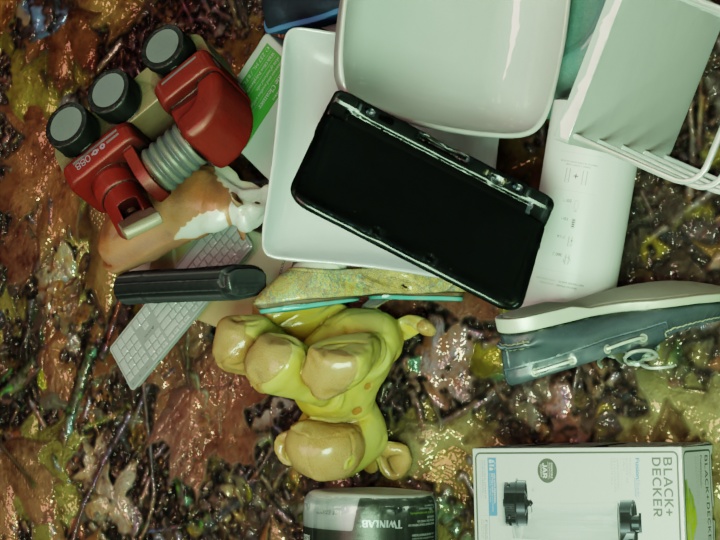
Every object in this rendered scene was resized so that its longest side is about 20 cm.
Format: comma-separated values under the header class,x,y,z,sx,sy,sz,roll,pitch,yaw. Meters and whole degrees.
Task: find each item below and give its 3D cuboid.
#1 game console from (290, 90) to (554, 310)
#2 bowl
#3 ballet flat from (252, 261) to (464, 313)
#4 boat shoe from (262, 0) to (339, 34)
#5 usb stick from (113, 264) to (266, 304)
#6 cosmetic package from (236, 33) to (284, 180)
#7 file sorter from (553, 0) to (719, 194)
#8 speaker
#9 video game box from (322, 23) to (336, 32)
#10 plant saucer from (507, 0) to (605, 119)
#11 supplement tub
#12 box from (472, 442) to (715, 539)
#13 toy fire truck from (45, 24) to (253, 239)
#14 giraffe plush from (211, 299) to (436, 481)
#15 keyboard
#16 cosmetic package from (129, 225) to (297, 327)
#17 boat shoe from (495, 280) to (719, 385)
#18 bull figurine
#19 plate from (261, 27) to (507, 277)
class,x,y,z,sx,sy,sz,roll,pitch,yaw
game console,0.041,-0.046,1.406,0.199,0.176,0.117,27,77,-4
bowl,0.071,-0.214,1.465,0.075,0.198,0.202,176,103,-72
ballet flat,0.000,0.000,1.546,0.071,0.198,0.072,177,90,-75
boat shoe,-0.021,-0.259,1.565,0.198,0.084,0.069,-7,93,37
usb stick,-0.158,0.013,1.599,0.199,0.055,0.033,-4,88,52
cosmetic package,-0.033,-0.117,1.628,0.200,0.085,0.108,44,107,30
file sorter,0.265,-0.136,1.350,0.124,0.199,0.140,27,102,29
speaker,0.184,-0.039,1.469,0.081,0.081,0.202,11,93,35
video game box,0.028,-0.298,1.613,0.199,0.047,0.184,29,105,38
plant saucer,0.173,-0.233,1.517,0.199,0.039,0.203,-2,86,36
supplement tub,0.008,0.296,1.547,0.122,0.122,0.202,-1,86,35
box,0.193,0.202,1.459,0.198,0.060,0.118,-3,85,35
toy fire truck,-0.176,-0.100,1.550,0.175,0.129,0.201,-37,55,8
giraffe plush,-0.029,0.116,1.571,0.172,0.199,0.164,21,117,42
keyboard,-0.173,0.027,1.673,0.200,0.011,0.056,-49,61,22
cosmetic package,-0.126,0.002,1.693,0.199,0.071,0.106,17,96,35
boat shoe,0.205,0.050,1.405,0.075,0.198,0.063,-166,67,-70
bull figurine,-0.167,-0.066,1.641,0.198,0.065,0.122,-21,50,24
plate,0.020,-0.099,1.516,0.198,0.032,0.202,7,86,-6
